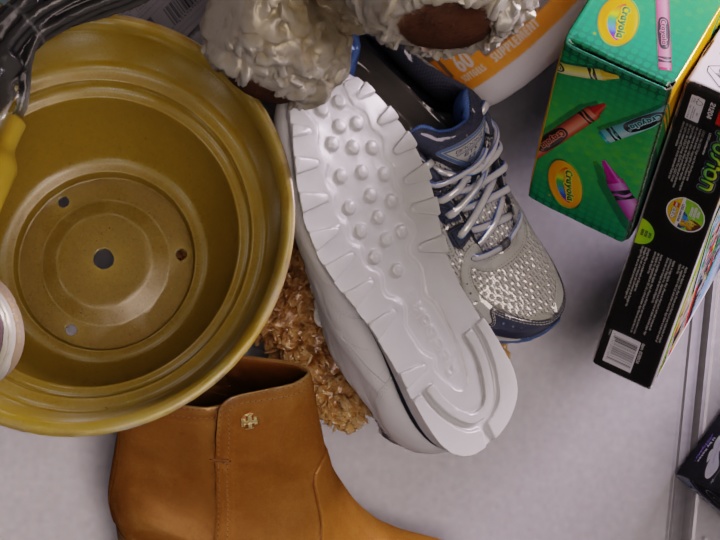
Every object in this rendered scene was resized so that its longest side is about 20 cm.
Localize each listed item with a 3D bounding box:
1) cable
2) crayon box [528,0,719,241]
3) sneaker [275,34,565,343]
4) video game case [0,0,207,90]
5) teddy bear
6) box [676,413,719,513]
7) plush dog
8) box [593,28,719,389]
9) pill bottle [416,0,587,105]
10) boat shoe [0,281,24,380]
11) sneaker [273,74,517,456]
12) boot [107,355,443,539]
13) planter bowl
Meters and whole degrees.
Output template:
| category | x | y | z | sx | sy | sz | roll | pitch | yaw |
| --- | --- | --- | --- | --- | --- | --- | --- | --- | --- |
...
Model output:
| category | x | y | z | sx | sy | sz | roll | pitch | yaw |
| --- | --- | --- | --- | --- | --- | --- | --- | --- | --- |
| cable | -0.163 | -0.096 | 1.063 | 0.097 | 0.050 | 0.200 | 31 | 71 | 24 |
| crayon box | 0.156 | -0.127 | 1.147 | 0.058 | 0.119 | 0.200 | 25 | 56 | 13 |
| sneaker | 0.036 | -0.047 | 1.141 | 0.200 | 0.085 | 0.077 | 49 | 60 | -8 |
| video game case | -0.142 | -0.156 | 1.098 | 0.143 | 0.018 | 0.200 | -46 | 144 | -7 |
| teddy bear | -0.006 | 0.011 | 1.185 | 0.200 | 0.067 | 0.145 | 30 | 84 | -15 |
| box | 0.297 | 0.128 | 1.248 | 0.200 | 0.115 | 0.132 | 38 | 84 | -14 |
| plush dog | 0.036 | -0.161 | 1.015 | 0.171 | 0.200 | 0.161 | -4 | 85 | -35 |
| box | 0.172 | -0.045 | 1.152 | 0.035 | 0.200 | 0.110 | 26 | 48 | 13 |
| pill bottle | 0.027 | -0.186 | 1.153 | 0.116 | 0.116 | 0.200 | -46 | 103 | -7 |
| boat shoe | -0.247 | 0.050 | 1.024 | 0.200 | 0.065 | 0.072 | -18 | 83 | 15 |
| sneaker | 0.000 | 0.000 | 1.114 | 0.076 | 0.080 | 0.200 | -27 | 102 | -27 |
| boot | -0.026 | 0.112 | 1.163 | 0.201 | 0.071 | 0.144 | 1 | 121 | -8 |
| planter bowl | -0.127 | -0.014 | 1.097 | 0.200 | 0.083 | 0.201 | -1 | 76 | 2 |
